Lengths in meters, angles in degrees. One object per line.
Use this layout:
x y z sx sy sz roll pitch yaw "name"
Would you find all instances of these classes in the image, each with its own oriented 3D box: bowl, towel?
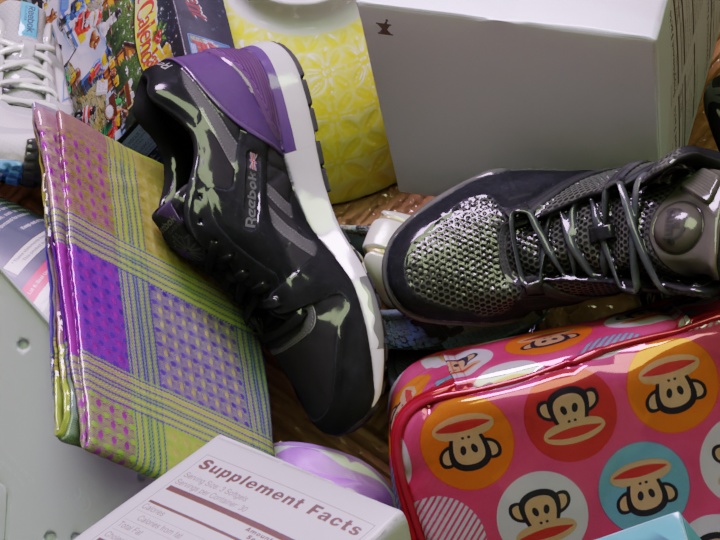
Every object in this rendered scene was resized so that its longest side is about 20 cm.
-0.034 -0.148 1.136 0.199 0.108 0.201 0 57 -1 "bowl"
-0.097 0.020 0.939 0.023 0.143 0.201 -31 51 26 "towel"

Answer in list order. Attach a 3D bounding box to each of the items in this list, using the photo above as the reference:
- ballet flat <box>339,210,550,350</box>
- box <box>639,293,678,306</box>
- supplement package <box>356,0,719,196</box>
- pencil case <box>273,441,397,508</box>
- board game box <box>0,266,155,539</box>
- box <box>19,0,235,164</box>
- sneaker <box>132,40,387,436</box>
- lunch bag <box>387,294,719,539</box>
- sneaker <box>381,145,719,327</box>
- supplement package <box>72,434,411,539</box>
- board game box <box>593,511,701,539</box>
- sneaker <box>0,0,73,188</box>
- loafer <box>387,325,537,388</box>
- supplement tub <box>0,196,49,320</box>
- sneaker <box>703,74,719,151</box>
0.000 0.000 1.021 0.199 0.074 0.074 -1 53 29 "ballet flat"
0.257 0.023 1.068 0.199 0.044 0.161 -8 58 -6 "box"
0.107 -0.153 1.047 0.151 0.151 0.200 9 56 17 "supplement package"
-0.050 0.177 0.946 0.085 0.084 0.200 7 53 29 "pencil case"
-0.191 0.116 0.910 0.200 0.026 0.200 -40 104 0 "board game box"
-0.137 -0.147 1.120 0.038 0.137 0.201 13 48 -37 "box"
-0.057 -0.010 0.961 0.087 0.076 0.201 -11 76 -33 "sneaker"
0.119 0.112 0.953 0.199 0.082 0.177 -15 102 1 "lunch bag"
0.108 -0.018 0.931 0.199 0.114 0.077 -6 87 -1 "sneaker"
-0.077 0.176 0.785 0.117 0.117 0.200 17 39 42 "supplement package"
0.162 0.211 0.854 0.047 0.200 0.151 -21 56 17 "board game box"
-0.185 -0.097 1.049 0.075 0.087 0.200 11 12 -23 "sneaker"
0.070 0.007 1.076 0.072 0.063 0.200 -2 47 34 "loafer"
-0.220 0.021 1.004 0.199 0.141 0.141 24 60 14 "supplement tub"
0.202 -0.024 1.029 0.082 0.071 0.200 2 60 -7 "sneaker"
